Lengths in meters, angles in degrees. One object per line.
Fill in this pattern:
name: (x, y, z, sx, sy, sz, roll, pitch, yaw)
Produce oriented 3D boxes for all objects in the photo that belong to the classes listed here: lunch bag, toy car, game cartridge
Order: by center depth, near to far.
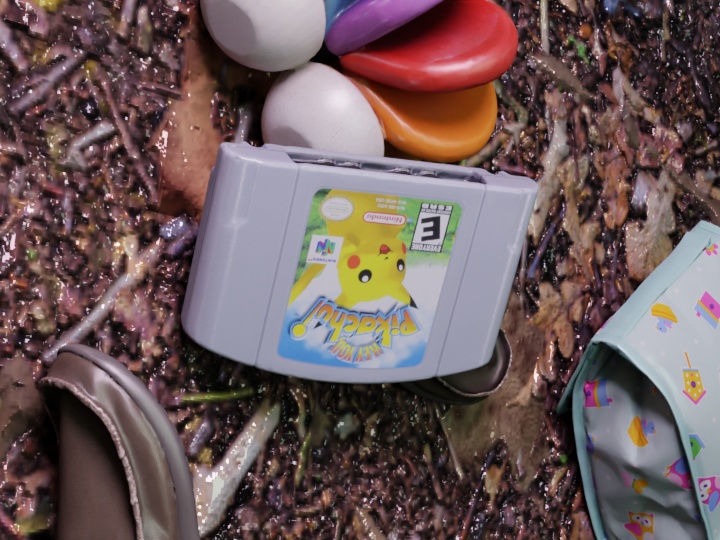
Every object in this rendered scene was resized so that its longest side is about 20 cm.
game cartridge: (0.000, 0.000, 0.971, 0.198, 0.041, 0.135, 4, 116, -23)
toy car: (0.017, -0.151, 0.985, 0.175, 0.149, 0.202, -42, 116, -37)
lunch bag: (0.232, 0.087, 1.208, 0.170, 0.121, 0.202, -39, 120, -37)

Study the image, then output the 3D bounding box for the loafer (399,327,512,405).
loafer: (0.038, 0.023, 1.052, 0.200, 0.070, 0.074, 40, 61, -36)

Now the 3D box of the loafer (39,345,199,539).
loafer: (-0.126, 0.138, 0.874, 0.071, 0.073, 0.202, -27, 104, -35)
